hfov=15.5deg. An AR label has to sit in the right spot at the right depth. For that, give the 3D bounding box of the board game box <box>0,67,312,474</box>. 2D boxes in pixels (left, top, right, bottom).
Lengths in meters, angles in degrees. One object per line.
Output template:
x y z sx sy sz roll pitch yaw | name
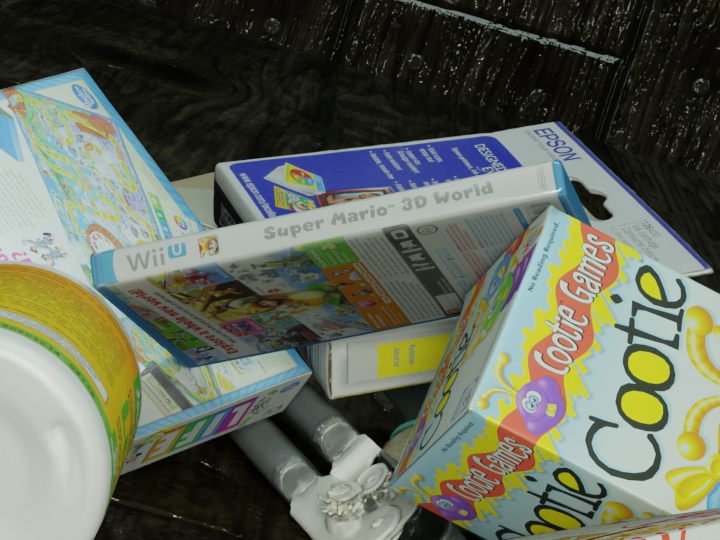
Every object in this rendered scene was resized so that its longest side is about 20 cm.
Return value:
-0.132 -0.001 1.254 0.134 0.034 0.200 -19 64 -44 | board game box

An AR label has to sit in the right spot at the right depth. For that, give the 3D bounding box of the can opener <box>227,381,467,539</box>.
-0.016 0.099 1.269 0.066 0.053 0.200 51 -6 -30 | can opener

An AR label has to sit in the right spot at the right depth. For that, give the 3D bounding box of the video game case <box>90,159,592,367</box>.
0.000 0.000 1.141 0.200 0.018 0.143 -11 -18 10 | video game case

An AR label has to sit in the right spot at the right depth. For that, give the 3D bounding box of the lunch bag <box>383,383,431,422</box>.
0.132 0.069 1.417 0.200 0.122 0.170 13 18 -19 | lunch bag

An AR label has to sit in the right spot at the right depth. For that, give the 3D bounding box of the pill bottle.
-0.146 0.057 1.068 0.111 0.111 0.200 17 11 -2 | pill bottle

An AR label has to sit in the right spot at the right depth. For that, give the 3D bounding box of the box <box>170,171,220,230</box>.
-0.086 0.002 1.509 0.078 0.095 0.200 19 9 13 | box

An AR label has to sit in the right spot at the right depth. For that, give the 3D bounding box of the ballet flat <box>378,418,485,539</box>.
0.106 0.119 1.297 0.200 0.067 0.062 12 46 -17 | ballet flat

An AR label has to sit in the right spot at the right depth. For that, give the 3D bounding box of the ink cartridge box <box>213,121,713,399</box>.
0.047 -0.011 1.348 0.200 0.047 0.198 -6 27 -18 | ink cartridge box

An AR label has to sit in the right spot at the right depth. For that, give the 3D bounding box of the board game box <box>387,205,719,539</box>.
0.131 0.077 1.094 0.200 0.105 0.103 27 -28 -6 | board game box

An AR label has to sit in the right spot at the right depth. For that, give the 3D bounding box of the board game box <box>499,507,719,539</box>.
0.072 0.119 0.966 0.151 0.046 0.200 -6 -6 -39 | board game box
